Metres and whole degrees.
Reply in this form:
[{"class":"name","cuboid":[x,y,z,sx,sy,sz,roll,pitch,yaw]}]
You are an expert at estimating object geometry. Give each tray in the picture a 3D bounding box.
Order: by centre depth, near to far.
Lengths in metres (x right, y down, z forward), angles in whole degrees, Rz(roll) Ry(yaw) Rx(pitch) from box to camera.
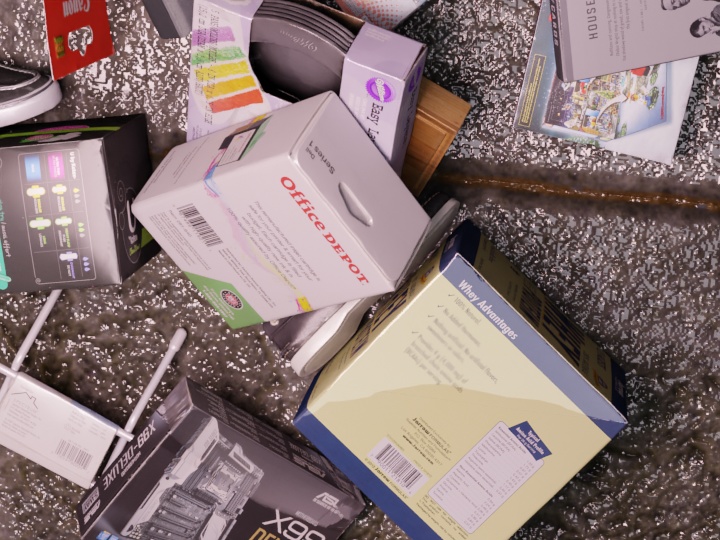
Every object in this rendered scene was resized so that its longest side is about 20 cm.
[{"class":"tray","cuboid":[-0.016,-0.147,1.552,0.199,0.037,0.099,30,145,-1]}]

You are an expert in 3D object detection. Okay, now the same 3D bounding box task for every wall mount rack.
[{"class":"wall mount rack","cuboid":[-0.248,0.106,1.652,0.199,0.075,0.175,28,108,-2]}]

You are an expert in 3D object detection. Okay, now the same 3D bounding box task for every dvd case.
[{"class":"dvd case","cuboid":[0.241,-0.239,1.476,0.198,0.025,0.152,-12,110,-11]}]

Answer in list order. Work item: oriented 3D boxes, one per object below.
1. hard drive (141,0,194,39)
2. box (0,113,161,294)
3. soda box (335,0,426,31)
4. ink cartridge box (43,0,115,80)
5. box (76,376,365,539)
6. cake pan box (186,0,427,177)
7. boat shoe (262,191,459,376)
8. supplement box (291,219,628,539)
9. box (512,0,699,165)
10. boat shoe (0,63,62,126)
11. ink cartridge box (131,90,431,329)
[{"class":"hard drive","cuboid":[-0.156,-0.302,1.472,0.033,0.140,0.201,1,133,31]},{"class":"box","cuboid":[-0.282,-0.054,1.575,0.198,0.149,0.126,-5,102,8]},{"class":"soda box","cuboid":[-0.025,-0.283,1.534,0.068,0.064,0.201,-37,97,13]},{"class":"ink cartridge box","cuboid":[-0.212,-0.264,1.509,0.050,0.162,0.202,-3,103,11]},{"class":"box","cuboid":[-0.119,0.203,1.629,0.199,0.050,0.158,34,106,-29]},{"class":"cake pan box","cuboid":[-0.048,-0.138,1.513,0.183,0.053,0.201,22,143,7]},{"class":"boat shoe","cuboid":[0.000,0.000,1.597,0.200,0.074,0.060,-47,76,9]},{"class":"supplement box","cuboid":[0.087,0.107,1.576,0.200,0.134,0.200,44,104,-5]},{"class":"box","cuboid":[0.211,-0.200,1.538,0.135,0.038,0.202,14,104,3]},{"class":"boat shoe","cuboid":[-0.351,-0.162,1.597,0.197,0.074,0.069,2,118,16]},{"class":"ink cartridge box","cuboid":[-0.064,-0.044,1.520,0.199,0.084,0.145,-14,124,44]}]
